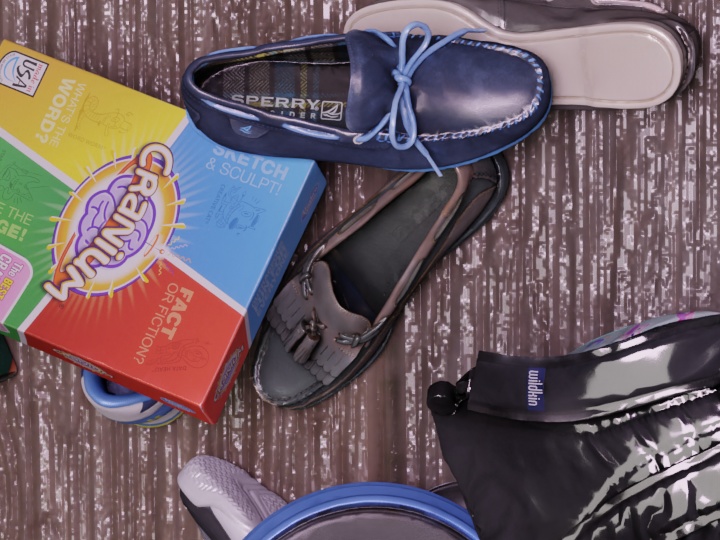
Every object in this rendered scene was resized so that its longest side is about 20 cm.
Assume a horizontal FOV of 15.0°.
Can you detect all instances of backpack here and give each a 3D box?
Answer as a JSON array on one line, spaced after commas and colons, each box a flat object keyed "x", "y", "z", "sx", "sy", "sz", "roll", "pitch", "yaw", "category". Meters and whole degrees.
[{"x": 0.156, "y": 0.095, "z": 1.460, "sx": 0.199, "sy": 0.126, "sz": 0.168, "roll": -26, "pitch": 84, "yaw": 20, "category": "backpack"}]

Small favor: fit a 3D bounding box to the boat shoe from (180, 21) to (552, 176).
[{"x": 0.002, "y": -0.088, "z": 1.457, "sx": 0.199, "sy": 0.069, "sz": 0.085, "roll": -8, "pitch": 73, "yaw": 7, "category": "boat shoe"}]

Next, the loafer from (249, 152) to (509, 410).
[{"x": 0.000, "y": 0.000, "z": 1.538, "sx": 0.072, "sy": 0.063, "sz": 0.200, "roll": 44, "pitch": 106, "yaw": 10, "category": "loafer"}]

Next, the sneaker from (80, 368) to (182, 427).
[{"x": -0.102, "y": 0.000, "z": 1.562, "sx": 0.074, "sy": 0.082, "sz": 0.201, "roll": 23, "pitch": 98, "yaw": 16, "category": "sneaker"}]

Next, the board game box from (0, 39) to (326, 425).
[{"x": -0.140, "y": -0.023, "z": 1.519, "sx": 0.199, "sy": 0.040, "sz": 0.154, "roll": 21, "pitch": 77, "yaw": 15, "category": "board game box"}]

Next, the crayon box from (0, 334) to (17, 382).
[{"x": -0.303, "y": -0.004, "z": 1.645, "sx": 0.126, "sy": 0.051, "sz": 0.201, "roll": -23, "pitch": 88, "yaw": 20, "category": "crayon box"}]

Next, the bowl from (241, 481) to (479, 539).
[{"x": 0.006, "y": 0.218, "z": 1.505, "sx": 0.199, "sy": 0.039, "sz": 0.202, "roll": 0, "pitch": 89, "yaw": -2, "category": "bowl"}]

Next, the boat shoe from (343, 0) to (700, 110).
[{"x": 0.090, "y": -0.121, "z": 1.508, "sx": 0.199, "sy": 0.057, "sz": 0.067, "roll": 6, "pitch": 110, "yaw": 22, "category": "boat shoe"}]

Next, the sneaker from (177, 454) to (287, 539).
[{"x": -0.062, "y": 0.210, "z": 1.571, "sx": 0.114, "sy": 0.075, "sz": 0.200, "roll": -41, "pitch": 84, "yaw": 15, "category": "sneaker"}]

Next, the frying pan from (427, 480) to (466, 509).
[{"x": 0.081, "y": 0.210, "z": 1.552, "sx": 0.115, "sy": 0.031, "sz": 0.191, "roll": -32, "pitch": 82, "yaw": 19, "category": "frying pan"}]
